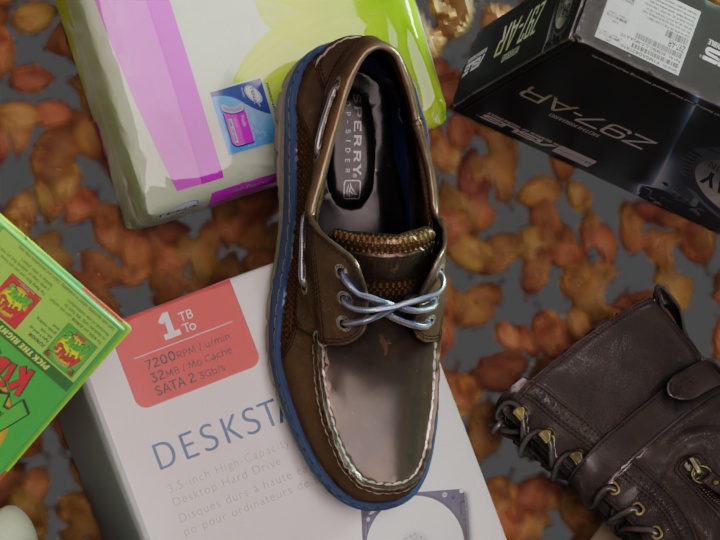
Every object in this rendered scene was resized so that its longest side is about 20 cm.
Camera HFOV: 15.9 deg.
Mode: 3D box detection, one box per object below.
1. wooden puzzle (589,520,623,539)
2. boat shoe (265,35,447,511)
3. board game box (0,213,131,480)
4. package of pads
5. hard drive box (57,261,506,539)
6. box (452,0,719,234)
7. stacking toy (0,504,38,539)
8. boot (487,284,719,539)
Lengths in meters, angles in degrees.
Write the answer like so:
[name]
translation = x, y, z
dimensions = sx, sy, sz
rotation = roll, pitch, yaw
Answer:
[wooden puzzle]
translation = 0.147, 0.233, 1.162
dimensions = 0.200, 0.046, 0.185
rotation = 36, 71, 12
[boat shoe]
translation = 0.000, 0.000, 1.073
dimensions = 0.072, 0.072, 0.200
rotation = -6, 85, -18
[board game box]
translation = -0.196, -0.006, 0.987
dimensions = 0.200, 0.048, 0.102
rotation = 43, 83, -24
[package of pads]
translation = -0.058, -0.135, 1.154
dimensions = 0.154, 0.068, 0.200
rotation = -18, 89, -17
[hard drive box]
translation = -0.032, 0.100, 1.129
dimensions = 0.156, 0.077, 0.200
rotation = -22, 90, -18
[box]
translation = 0.159, -0.067, 1.161
dimensions = 0.200, 0.160, 0.044
rotation = 24, 76, -13
[stacking toy]
translation = -0.245, 0.128, 1.051
dimensions = 0.200, 0.146, 0.146
rotation = 25, 77, 4
[boot]
translation = 0.125, 0.115, 1.157
dimensions = 0.174, 0.069, 0.200
rotation = 39, 62, 20
